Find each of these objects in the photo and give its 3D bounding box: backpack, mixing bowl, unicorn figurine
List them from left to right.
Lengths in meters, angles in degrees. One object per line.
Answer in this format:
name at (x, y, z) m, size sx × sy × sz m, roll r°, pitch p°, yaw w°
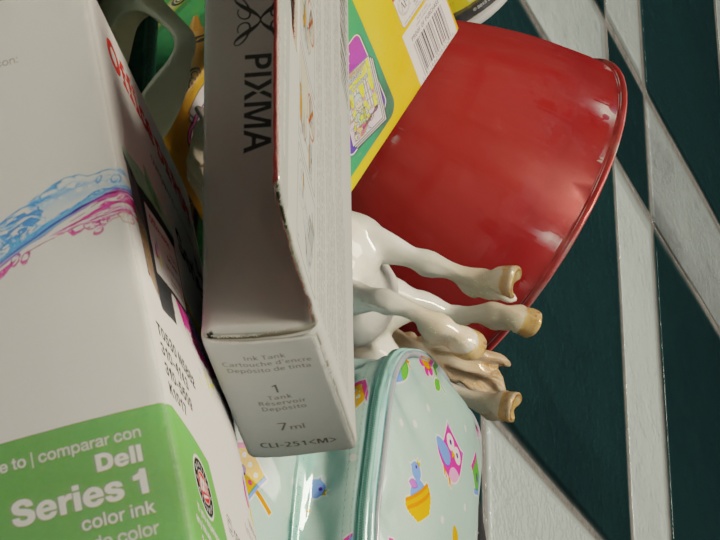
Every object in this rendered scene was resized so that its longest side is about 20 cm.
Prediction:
backpack at (-0.038, 0.100, 0.870) m, size 0.200 × 0.153 × 0.177 m, roll 44°, pitch 46°, yaw -50°
unicorn figurine at (0.000, 0.000, 0.915) m, size 0.074 × 0.137 × 0.200 m, roll -59°, pitch 157°, yaw -32°
mixing bowl at (0.027, -0.047, 1.111) m, size 0.108 × 0.200 × 0.201 m, roll 32°, pitch 40°, yaw -17°

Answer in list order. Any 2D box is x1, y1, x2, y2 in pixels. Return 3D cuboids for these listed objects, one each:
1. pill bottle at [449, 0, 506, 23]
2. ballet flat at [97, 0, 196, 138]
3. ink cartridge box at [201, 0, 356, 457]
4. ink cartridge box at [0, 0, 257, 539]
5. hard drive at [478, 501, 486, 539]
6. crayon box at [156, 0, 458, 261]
pill bottle at (0.011, -0.225, 1.211) m, size 0.200 × 0.111 × 0.112 m, roll 62°, pitch 26°, yaw -42°
ballet flat at (-0.086, -0.109, 0.837) m, size 0.067 × 0.070 × 0.201 m, roll -18°, pitch 122°, yaw -63°
ink cartridge box at (-0.032, -0.064, 0.754) m, size 0.174 × 0.043 × 0.201 m, roll 74°, pitch 13°, yaw -59°
ink cartridge box at (-0.092, 0.033, 0.721) m, size 0.145 × 0.084 × 0.201 m, roll 71°, pitch 5°, yaw -61°
hard drive at (0.036, 0.168, 1.202) m, size 0.135 × 0.042 × 0.201 m, roll -15°, pitch 96°, yaw -71°
crayon box at (-0.040, -0.086, 0.982) m, size 0.200 × 0.058 × 0.119 m, roll -57°, pitch 140°, yaw -32°
